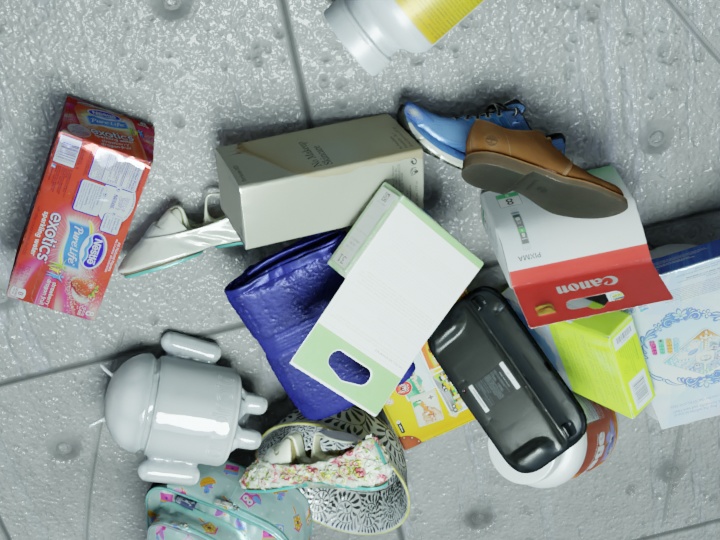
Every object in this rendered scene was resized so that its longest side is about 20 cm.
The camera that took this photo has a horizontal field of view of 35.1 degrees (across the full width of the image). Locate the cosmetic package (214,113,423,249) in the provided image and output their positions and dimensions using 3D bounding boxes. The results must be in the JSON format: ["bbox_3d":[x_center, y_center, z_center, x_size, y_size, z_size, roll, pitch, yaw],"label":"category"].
[{"bbox_3d":[-0.042,-0.095,1.179,0.197,0.104,0.074,-13,123,-18],"label":"cosmetic package"}]

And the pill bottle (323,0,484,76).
[{"bbox_3d":[0.063,-0.285,1.102,0.199,0.113,0.112,-39,119,13],"label":"pill bottle"}]

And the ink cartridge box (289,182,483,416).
[{"bbox_3d":[0.021,0.033,1.173,0.145,0.048,0.201,35,92,-39],"label":"ink cartridge box"}]

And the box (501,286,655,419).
[{"bbox_3d":[0.242,0.084,1.322,0.047,0.199,0.123,-38,123,-22],"label":"box"}]

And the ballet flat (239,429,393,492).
[{"bbox_3d":[-0.052,0.212,1.280,0.197,0.075,0.065,-7,97,27],"label":"ballet flat"}]

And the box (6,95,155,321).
[{"bbox_3d":[-0.291,-0.063,1.185,0.098,0.096,0.202,17,116,-18],"label":"box"}]

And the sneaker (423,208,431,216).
[{"bbox_3d":[0.000,0.000,1.277,0.198,0.081,0.077,-34,118,9],"label":"sneaker"}]

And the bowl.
[{"bbox_3d":[-0.019,0.219,1.375,0.197,0.095,0.203,15,137,15],"label":"bowl"}]

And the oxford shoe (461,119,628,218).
[{"bbox_3d":[0.197,-0.107,1.179,0.197,0.072,0.071,19,153,-23],"label":"oxford shoe"}]

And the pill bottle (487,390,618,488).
[{"bbox_3d":[0.228,0.196,1.352,0.113,0.112,0.199,-51,157,20],"label":"pill bottle"}]

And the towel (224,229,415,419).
[{"bbox_3d":[-0.041,0.059,1.233,0.146,0.050,0.202,-23,118,10],"label":"towel"}]

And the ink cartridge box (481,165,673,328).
[{"bbox_3d":[0.228,-0.030,1.225,0.158,0.201,0.051,-11,125,-2],"label":"ink cartridge box"}]

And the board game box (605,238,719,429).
[{"bbox_3d":[0.397,0.066,1.262,0.197,0.044,0.201,-18,114,22],"label":"board game box"}]

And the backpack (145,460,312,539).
[{"bbox_3d":[-0.160,0.323,1.370,0.196,0.154,0.178,11,125,3],"label":"backpack"}]

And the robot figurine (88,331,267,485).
[{"bbox_3d":[-0.209,0.160,1.316,0.196,0.113,0.173,11,77,-13],"label":"robot figurine"}]

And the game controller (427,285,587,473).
[{"bbox_3d":[0.158,0.120,1.249,0.104,0.042,0.201,-38,79,21],"label":"game controller"}]

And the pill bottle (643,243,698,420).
[{"bbox_3d":[0.383,0.080,1.367,0.109,0.112,0.203,-7,122,-5],"label":"pill bottle"}]

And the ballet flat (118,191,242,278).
[{"bbox_3d":[-0.173,-0.048,1.239,0.196,0.070,0.070,-15,122,-5],"label":"ballet flat"}]

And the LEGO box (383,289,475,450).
[{"bbox_3d":[0.077,0.093,1.344,0.147,0.078,0.202,-24,121,4],"label":"LEGO box"}]

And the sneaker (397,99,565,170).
[{"bbox_3d":[0.132,-0.148,1.226,0.197,0.079,0.091,17,99,-17],"label":"sneaker"}]
